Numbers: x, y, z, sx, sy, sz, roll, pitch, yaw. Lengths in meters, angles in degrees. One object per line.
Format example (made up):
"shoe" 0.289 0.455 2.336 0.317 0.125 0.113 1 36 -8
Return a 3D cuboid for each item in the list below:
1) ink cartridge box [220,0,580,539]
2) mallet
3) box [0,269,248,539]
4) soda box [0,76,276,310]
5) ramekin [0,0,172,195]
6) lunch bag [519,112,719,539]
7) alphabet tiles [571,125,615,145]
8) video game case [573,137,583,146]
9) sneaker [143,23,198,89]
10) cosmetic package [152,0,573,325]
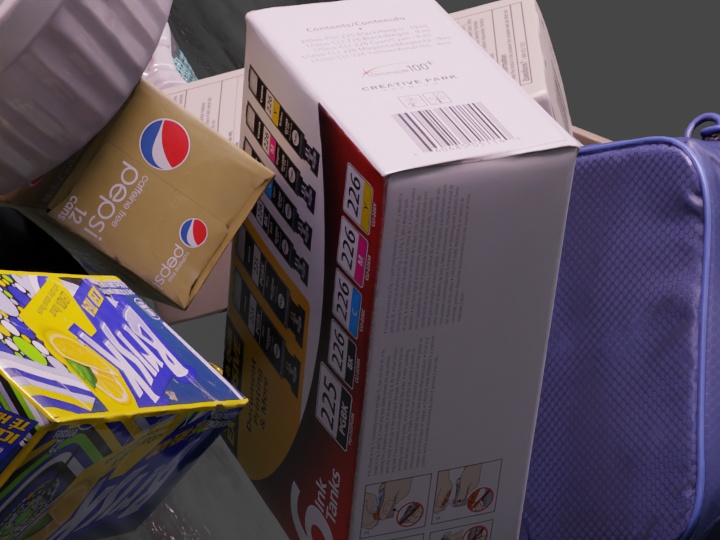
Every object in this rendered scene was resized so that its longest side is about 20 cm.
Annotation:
"ink cartridge box" 0.000 0.000 1.131 0.083 0.201 0.176 -9 34 -23
"mallet" -0.090 0.032 1.132 0.066 0.041 0.200 44 4 32
"box" -0.104 0.045 0.896 0.070 0.064 0.200 43 9 11
"soda box" -0.098 -0.033 1.138 0.068 0.064 0.200 35 -5 -14
"ramekin" -0.161 -0.116 1.034 0.200 0.200 0.105 47 1 34
"lunch bag" 0.141 0.031 1.202 0.132 0.201 0.136 8 -7 -40
"alphabet tiles" 0.117 0.013 1.478 0.166 0.200 0.006 21 42 -5
"video game case" 0.016 -0.030 1.424 0.182 0.200 0.024 36 40 -33
"sneaker" -0.105 -0.074 1.536 0.091 0.077 0.200 55 1 -40
"cosmetic package" -0.005 -0.051 1.292 0.104 0.199 0.073 -89 162 -58
